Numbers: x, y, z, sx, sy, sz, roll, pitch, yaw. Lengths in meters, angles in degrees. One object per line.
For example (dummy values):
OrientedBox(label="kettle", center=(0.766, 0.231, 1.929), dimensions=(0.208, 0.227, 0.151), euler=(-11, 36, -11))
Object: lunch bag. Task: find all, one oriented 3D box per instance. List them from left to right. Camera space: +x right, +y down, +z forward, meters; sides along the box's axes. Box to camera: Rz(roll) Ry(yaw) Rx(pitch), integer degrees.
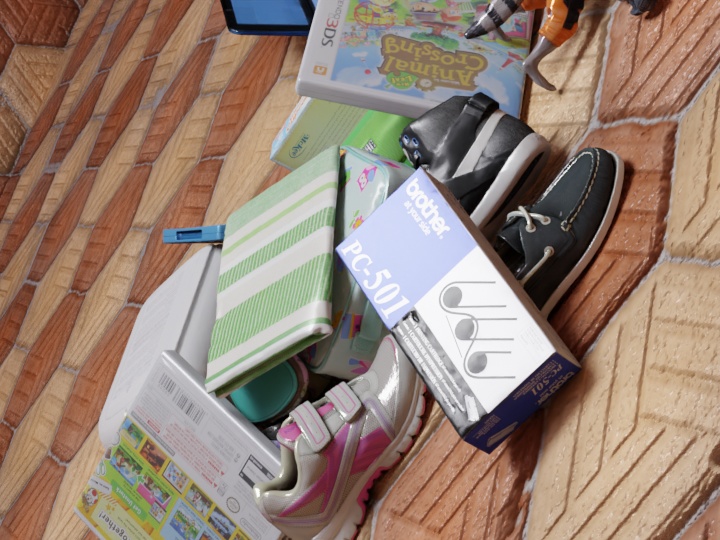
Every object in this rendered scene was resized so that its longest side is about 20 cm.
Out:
OrientedBox(label="lunch bag", center=(0.000, 0.000, 1.557), dimensions=(0.160, 0.076, 0.202), euler=(30, 104, 64))

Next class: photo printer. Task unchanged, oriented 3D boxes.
OrientedBox(label="photo printer", center=(-0.188, 0.089, 1.779), dimensions=(0.166, 0.069, 0.201), euler=(-40, 26, 42))

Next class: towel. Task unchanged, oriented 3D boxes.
OrientedBox(label="towel", center=(-0.074, 0.002, 1.545), dimensions=(0.152, 0.023, 0.201), euler=(-32, 40, 34))

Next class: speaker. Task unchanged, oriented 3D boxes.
OrientedBox(label="speaker", center=(0.032, -0.109, 1.659), dimensions=(0.200, 0.088, 0.089), euler=(-51, 21, 25))

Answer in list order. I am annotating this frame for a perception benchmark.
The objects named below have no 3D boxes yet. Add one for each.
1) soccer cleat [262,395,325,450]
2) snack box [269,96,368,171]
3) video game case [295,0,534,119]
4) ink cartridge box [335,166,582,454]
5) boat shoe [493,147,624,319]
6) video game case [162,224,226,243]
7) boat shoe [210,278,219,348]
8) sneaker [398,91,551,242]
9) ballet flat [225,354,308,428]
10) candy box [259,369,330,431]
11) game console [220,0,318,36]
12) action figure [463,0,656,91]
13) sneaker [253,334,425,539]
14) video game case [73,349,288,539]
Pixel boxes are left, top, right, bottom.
OrientedBox(label="soccer cleat", center=(-0.072, 0.176, 1.570), dimensions=(0.199, 0.074, 0.068), euler=(-33, -1, 23))
OrientedBox(label="snack box", center=(0.008, -0.159, 1.714), dimensions=(0.200, 0.115, 0.037), euler=(-53, 18, 35))
OrientedBox(label="video game case", center=(0.054, -0.207, 1.594), dimensions=(0.022, 0.198, 0.183), euler=(101, -179, -49))
OrientedBox(label="ink cartridge box", center=(0.068, 0.027, 1.283), dimensions=(0.094, 0.044, 0.201), euler=(-43, 52, 12))
OrientedBox(label="boat shoe", center=(0.127, -0.010, 1.320), dimensions=(0.201, 0.060, 0.076), euler=(-62, 22, -2))
OrientedBox(label="video game case", center=(-0.112, -0.038, 1.846), dimensions=(0.200, 0.142, 0.018), euler=(180, 89, -68))
OrientedBox(label="boat shoe", center=(-0.107, 0.016, 1.659), dimensions=(0.073, 0.063, 0.202), euler=(-36, 21, 35))
OrientedBox(label="sneaker", center=(0.058, -0.056, 1.463), dimensions=(0.201, 0.112, 0.073), euler=(-52, -20, 4))
OrientedBox(label="ballet flat", center=(-0.100, 0.115, 1.588), dimensions=(0.071, 0.070, 0.200), euler=(-15, -16, -48))
OrientedBox(label="candy box", center=(-0.081, 0.076, 1.722), dimensions=(0.117, 0.056, 0.201), euler=(-51, 20, 26))
OrientedBox(label="game console", center=(-0.084, -0.371, 2.267), dimensions=(0.171, 0.118, 0.200), euler=(-55, 21, 14))
OrientedBox(label="action figure", center=(0.178, -0.253, 1.483), dimensions=(0.195, 0.104, 0.200), euler=(-62, 17, 21))
OrientedBox(label="sneaker", center=(-0.018, 0.135, 1.432), dimensions=(0.201, 0.088, 0.081), euler=(-61, 20, -4))
OrientedBox(label="video game case", center=(-0.149, 0.202, 1.559), dimensions=(0.200, 0.023, 0.183), euler=(40, 108, 27))
